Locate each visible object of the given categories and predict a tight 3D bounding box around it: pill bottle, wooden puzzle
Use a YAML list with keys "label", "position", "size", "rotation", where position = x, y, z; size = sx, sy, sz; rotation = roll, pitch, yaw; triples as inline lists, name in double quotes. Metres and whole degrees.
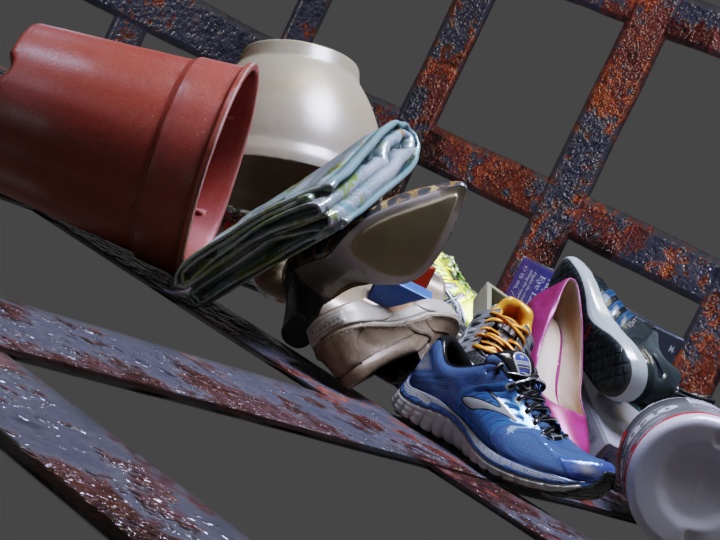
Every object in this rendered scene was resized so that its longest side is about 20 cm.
- label: "pill bottle"
  position: [0.271, 0.166, 1.424]
  size: [0.113, 0.115, 0.200]
  rotation: [26, 3, 4]
- label: "wooden puzzle"
  position: [0.000, 0.000, 1.592]
  size: [0.184, 0.047, 0.200]
  rotation: [27, 21, -4]

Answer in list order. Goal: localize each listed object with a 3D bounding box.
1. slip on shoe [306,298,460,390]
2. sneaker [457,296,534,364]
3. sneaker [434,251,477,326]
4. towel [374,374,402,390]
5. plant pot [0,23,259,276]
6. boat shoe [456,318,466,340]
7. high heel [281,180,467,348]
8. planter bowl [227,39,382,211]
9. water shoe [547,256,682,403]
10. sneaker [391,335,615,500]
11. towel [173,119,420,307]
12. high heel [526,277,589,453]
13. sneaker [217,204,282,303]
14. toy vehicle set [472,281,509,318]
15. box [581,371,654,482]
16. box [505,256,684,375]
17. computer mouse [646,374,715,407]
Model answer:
- label: "slip on shoe"
  position: [0.029, 0.064, 1.407]
  size: [0.200, 0.076, 0.061]
  rotation: [8, 51, -63]
- label: "sneaker"
  position: [0.113, 0.073, 1.491]
  size: [0.078, 0.078, 0.200]
  rotation: [30, 13, 0]
- label: "sneaker"
  position: [0.091, 0.024, 1.863]
  size: [0.199, 0.077, 0.075]
  rotation: [29, 4, 16]
- label: "towel"
  position: [0.058, 0.104, 1.519]
  size: [0.199, 0.023, 0.143]
  rotation: [30, 4, 36]
- label: "plant pot"
  position: [-0.209, -0.112, 1.467]
  size: [0.194, 0.203, 0.201]
  rotation: [19, 3, 2]
- label: "boat shoe"
  position: [0.051, 0.055, 1.731]
  size: [0.199, 0.072, 0.068]
  rotation: [35, 11, -7]
- label: "high heel"
  position: [0.009, -0.031, 1.430]
  size: [0.071, 0.200, 0.143]
  rotation: [45, 18, -17]
- label: "planter bowl"
  position: [-0.069, -0.142, 1.668]
  size: [0.198, 0.136, 0.200]
  rotation: [8, -15, 2]
- label: "water shoe"
  position: [0.239, 0.064, 1.644]
  size: [0.078, 0.072, 0.201]
  rotation: [15, 30, -26]
- label: "sneaker"
  position: [0.114, 0.109, 1.306]
  size: [0.199, 0.090, 0.078]
  rotation: [29, 6, 35]
- label: "towel"
  position: [-0.050, -0.049, 1.417]
  size: [0.048, 0.170, 0.200]
  rotation: [59, 29, -6]
- label: "high heel"
  position: [0.189, 0.091, 1.568]
  size: [0.067, 0.096, 0.201]
  rotation: [29, 23, -21]
- label: "sneaker"
  position: [-0.124, -0.023, 1.706]
  size: [0.107, 0.068, 0.201]
  rotation: [16, 10, -13]
- label: "toy vehicle set"
  position: [0.166, 0.096, 1.692]
  size: [0.124, 0.027, 0.200]
  rotation: [35, 22, -11]
- label: "box"
  position: [0.282, 0.168, 1.648]
  size: [0.199, 0.036, 0.145]
  rotation: [28, 25, -27]
- label: "box"
  position: [0.249, 0.095, 1.980]
  size: [0.104, 0.149, 0.200]
  rotation: [23, 5, -41]
- label: "computer mouse"
  position: [0.305, 0.153, 1.610]
  size: [0.109, 0.044, 0.201]
  rotation: [32, 24, -18]
